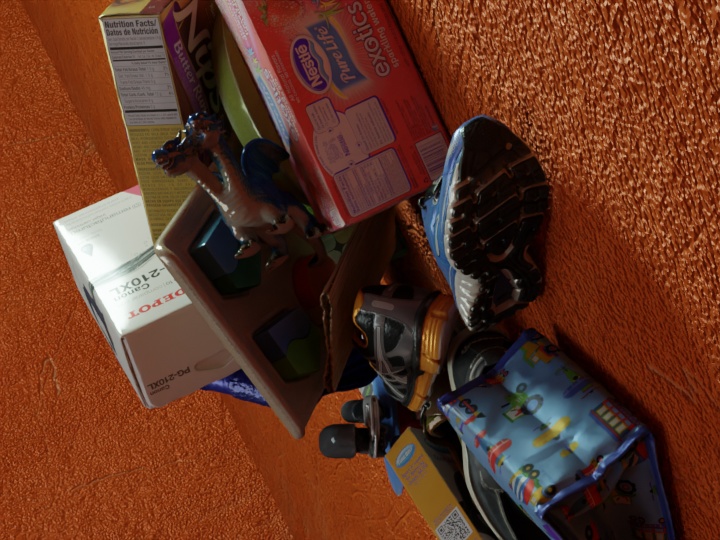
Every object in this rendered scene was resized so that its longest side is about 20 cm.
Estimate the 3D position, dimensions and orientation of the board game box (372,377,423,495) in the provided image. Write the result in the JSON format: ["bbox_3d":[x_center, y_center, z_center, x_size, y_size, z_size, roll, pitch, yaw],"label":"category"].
[{"bbox_3d":[0.039,0.102,1.511,0.158,0.039,0.202,-119,22,-72],"label":"board game box"}]

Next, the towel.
[{"bbox_3d":[-0.099,0.071,1.465,0.198,0.147,0.050,11,104,28],"label":"towel"}]

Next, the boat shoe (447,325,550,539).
[{"bbox_3d":[0.118,0.142,1.274,0.068,0.071,0.202,-144,34,-67],"label":"boat shoe"}]

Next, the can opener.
[{"bbox_3d":[-0.010,0.139,1.486,0.200,0.066,0.054,142,126,-82],"label":"can opener"}]

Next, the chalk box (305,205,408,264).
[{"bbox_3d":[-0.046,-0.043,1.483,0.125,0.124,0.200,65,167,-2],"label":"chalk box"}]

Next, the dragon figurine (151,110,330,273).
[{"bbox_3d":[-0.075,-0.057,1.213,0.100,0.059,0.200,61,-162,18],"label":"dragon figurine"}]

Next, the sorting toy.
[{"bbox_3d":[-0.067,0.004,1.283,0.186,0.036,0.200,54,-151,-19],"label":"sorting toy"}]

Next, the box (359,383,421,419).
[{"bbox_3d":[0.005,0.065,1.676,0.201,0.041,0.156,61,166,14],"label":"box"}]

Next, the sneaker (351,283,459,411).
[{"bbox_3d":[0.031,0.052,1.298,0.200,0.077,0.079,99,-172,-70],"label":"sneaker"}]

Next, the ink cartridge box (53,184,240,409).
[{"bbox_3d":[-0.161,0.008,1.431,0.200,0.144,0.085,50,160,49],"label":"ink cartridge box"}]

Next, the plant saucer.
[{"bbox_3d":[-0.063,-0.134,1.335,0.200,0.031,0.201,49,-152,-37],"label":"plant saucer"}]

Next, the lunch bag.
[{"bbox_3d":[0.159,0.164,1.156,0.201,0.094,0.151,58,172,-35],"label":"lunch bag"}]

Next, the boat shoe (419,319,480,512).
[{"bbox_3d":[0.081,0.111,1.375,0.201,0.068,0.072,56,166,36],"label":"boat shoe"}]

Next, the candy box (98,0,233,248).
[{"bbox_3d":[-0.141,-0.131,1.315,0.117,0.056,0.202,-63,-31,-56],"label":"candy box"}]

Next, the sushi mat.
[{"bbox_3d":[0.000,0.000,1.314,0.201,0.012,0.096,-66,-19,-52],"label":"sushi mat"}]

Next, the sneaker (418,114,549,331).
[{"bbox_3d":[0.070,-0.040,1.100,0.089,0.078,0.201,56,165,27],"label":"sneaker"}]

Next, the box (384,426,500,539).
[{"bbox_3d":[0.102,0.204,1.389,0.119,0.042,0.201,18,-149,-46],"label":"box"}]

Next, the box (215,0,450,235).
[{"bbox_3d":[-0.019,-0.138,1.230,0.201,0.102,0.095,64,168,-2],"label":"box"}]
